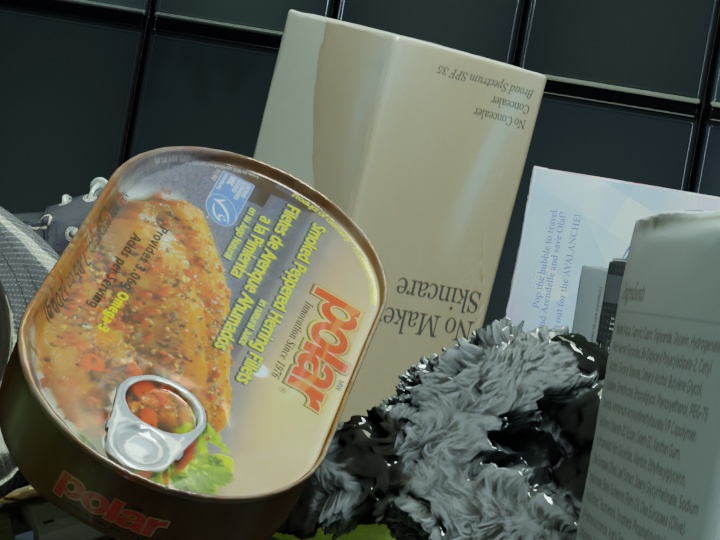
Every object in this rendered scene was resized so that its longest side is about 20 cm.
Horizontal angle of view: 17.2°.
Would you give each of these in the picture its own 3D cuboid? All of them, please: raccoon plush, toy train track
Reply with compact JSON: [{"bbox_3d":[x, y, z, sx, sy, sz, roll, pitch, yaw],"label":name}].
[{"bbox_3d":[0.047,0.071,0.925,0.198,0.098,0.134,10,-8,21],"label":"raccoon plush"},{"bbox_3d":[-0.116,0.097,0.876,0.114,0.033,0.200,-16,0,-14],"label":"toy train track"}]

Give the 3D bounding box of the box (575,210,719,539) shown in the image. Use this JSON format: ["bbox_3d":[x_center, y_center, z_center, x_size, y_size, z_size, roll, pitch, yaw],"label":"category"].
[{"bbox_3d":[0.177,0.081,0.719,0.197,0.173,0.200,10,0,-5],"label":"box"}]

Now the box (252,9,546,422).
[{"bbox_3d":[0.000,0.000,1.011,0.094,0.202,0.078,8,7,-41],"label":"box"}]

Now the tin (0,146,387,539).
[{"bbox_3d":[-0.056,0.025,0.833,0.111,0.042,0.200,23,33,1],"label":"tin"}]

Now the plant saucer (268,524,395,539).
[{"bbox_3d":[0.038,0.127,0.950,0.198,0.031,0.200,10,0,0],"label":"plant saucer"}]

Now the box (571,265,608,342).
[{"bbox_3d":[0.176,0.089,1.062,0.199,0.157,0.041,11,3,40],"label":"box"}]

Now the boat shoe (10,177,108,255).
[{"bbox_3d":[-0.125,-0.012,1.173,0.198,0.063,0.073,15,-3,3],"label":"boat shoe"}]

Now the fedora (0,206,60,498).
[{"bbox_3d":[-0.204,0.037,0.849,0.199,0.178,0.091,20,-44,-8],"label":"fedora"}]

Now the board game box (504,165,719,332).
[{"bbox_3d":[0.166,0.063,1.196,0.197,0.202,0.043,11,-2,18],"label":"board game box"}]

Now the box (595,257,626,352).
[{"bbox_3d":[0.183,0.088,0.996,0.199,0.162,0.044,10,1,39],"label":"box"}]
